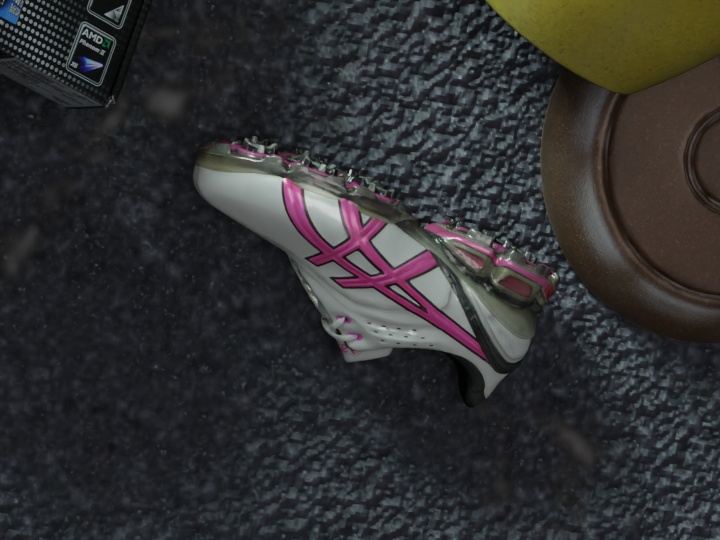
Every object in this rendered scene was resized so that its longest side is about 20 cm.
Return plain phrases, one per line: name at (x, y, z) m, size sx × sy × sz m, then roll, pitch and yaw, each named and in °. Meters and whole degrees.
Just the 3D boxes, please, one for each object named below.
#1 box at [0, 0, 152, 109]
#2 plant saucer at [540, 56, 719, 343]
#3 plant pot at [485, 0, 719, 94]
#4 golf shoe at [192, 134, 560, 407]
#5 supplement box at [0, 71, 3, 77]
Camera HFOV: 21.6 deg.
box at (-0.164, -0.199, 0.830) m, size 0.199 × 0.047 × 0.195 m, roll 28°, pitch 76°, yaw -36°
plant saucer at (0.194, -0.059, 0.999) m, size 0.198 × 0.032 × 0.203 m, roll -1°, pitch 97°, yaw -8°
plant pot at (0.132, -0.172, 0.908) m, size 0.199 × 0.200 × 0.142 m, roll 32°, pitch 111°, yaw -11°
golf shoe at (0.000, 0.000, 0.954) m, size 0.198 × 0.073 × 0.093 m, roll 25°, pitch 94°, yaw -11°
supplement box at (-0.263, -0.141, 0.887) m, size 0.110 × 0.086 × 0.200 m, roll -43°, pitch 102°, yaw -2°
